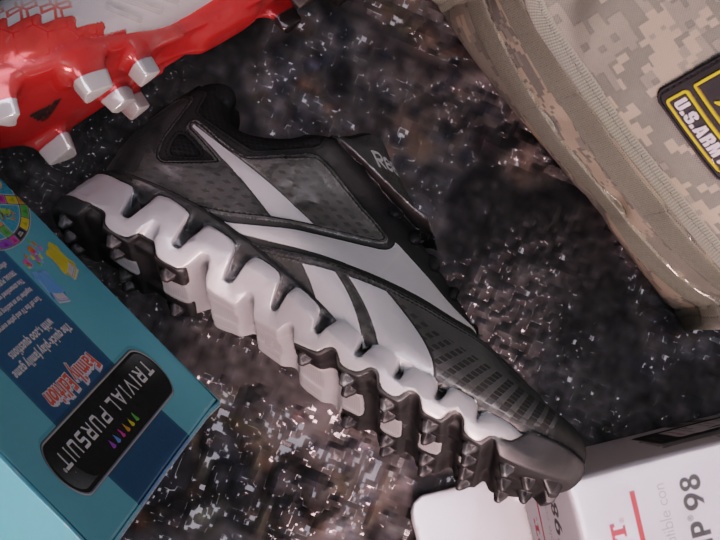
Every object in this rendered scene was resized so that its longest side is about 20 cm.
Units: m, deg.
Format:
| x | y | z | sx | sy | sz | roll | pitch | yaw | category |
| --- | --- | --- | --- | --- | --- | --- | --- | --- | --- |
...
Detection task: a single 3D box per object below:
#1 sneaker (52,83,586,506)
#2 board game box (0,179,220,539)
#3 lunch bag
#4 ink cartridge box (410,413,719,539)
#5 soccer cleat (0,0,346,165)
| x | y | z | sx | sy | sz | roll | pitch | yaw | category |
| --- | --- | --- | --- | --- | --- | --- | --- | --- | --- |
| 0.000 | 0.000 | 0.715 | 0.200 | 0.066 | 0.091 | 31 | 73 | 11 | sneaker |
| -0.143 | 0.006 | 0.648 | 0.047 | 0.151 | 0.200 | -43 | 94 | 16 | board game box |
| 0.128 | -0.068 | 0.692 | 0.118 | 0.200 | 0.164 | -41 | 98 | -11 | lunch bag |
| 0.130 | 0.114 | 0.755 | 0.200 | 0.067 | 0.116 | -13 | 92 | -12 | ink cartridge box |
| -0.081 | -0.100 | 0.704 | 0.200 | 0.069 | 0.085 | -31 | 82 | -28 | soccer cleat |
